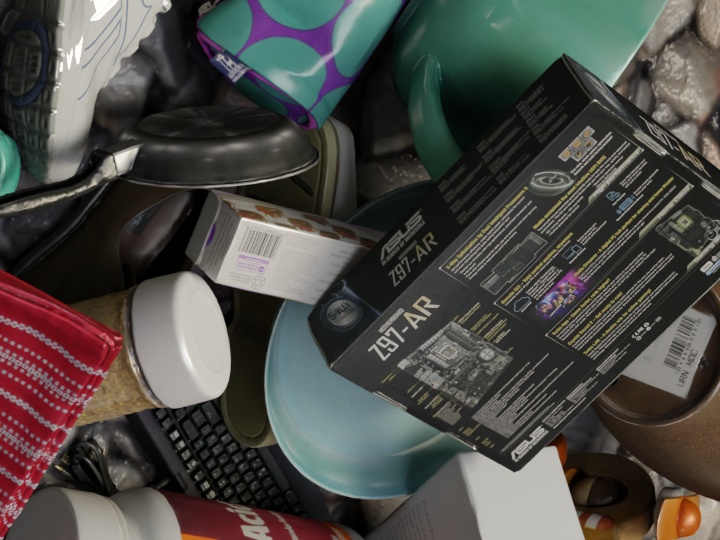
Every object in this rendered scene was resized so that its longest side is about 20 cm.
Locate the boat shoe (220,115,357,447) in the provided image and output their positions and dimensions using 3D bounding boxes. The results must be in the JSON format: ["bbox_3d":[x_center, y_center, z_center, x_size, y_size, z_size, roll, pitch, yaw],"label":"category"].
[{"bbox_3d":[-0.030,0.003,1.412,0.068,0.075,0.200,-5,116,-40],"label":"boat shoe"}]

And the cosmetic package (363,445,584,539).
[{"bbox_3d":[0.054,0.190,1.454,0.071,0.102,0.200,-2,154,-29],"label":"cosmetic package"}]

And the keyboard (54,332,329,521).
[{"bbox_3d":[-0.101,0.118,1.447,0.127,0.021,0.200,-36,123,-12],"label":"keyboard"}]

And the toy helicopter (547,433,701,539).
[{"bbox_3d":[0.153,0.166,1.500,0.132,0.200,0.079,-2,113,-2],"label":"toy helicopter"}]

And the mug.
[{"bbox_3d":[0.084,-0.131,1.348,0.114,0.185,0.152,35,109,-2],"label":"mug"}]

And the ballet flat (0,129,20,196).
[{"bbox_3d":[-0.263,-0.021,1.258,0.200,0.070,0.067,-33,84,-16],"label":"ballet flat"}]

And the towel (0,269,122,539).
[{"bbox_3d":[-0.223,0.069,1.253,0.144,0.022,0.200,29,122,-8],"label":"towel"}]

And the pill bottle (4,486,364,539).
[{"bbox_3d":[-0.097,0.185,1.397,0.200,0.114,0.114,14,103,-34],"label":"pill bottle"}]

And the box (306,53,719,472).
[{"bbox_3d":[0.094,0.002,1.300,0.160,0.044,0.200,30,111,-39],"label":"box"}]

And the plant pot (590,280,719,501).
[{"bbox_3d":[0.204,0.047,1.443,0.187,0.187,0.200,-64,155,8],"label":"plant pot"}]

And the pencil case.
[{"bbox_3d":[-0.007,-0.179,1.333,0.092,0.085,0.200,35,90,3],"label":"pencil case"}]

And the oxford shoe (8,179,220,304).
[{"bbox_3d":[-0.146,0.019,1.340,0.073,0.084,0.200,29,96,-37],"label":"oxford shoe"}]

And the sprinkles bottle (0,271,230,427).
[{"bbox_3d":[-0.170,0.054,1.289,0.200,0.068,0.068,-14,124,17],"label":"sprinkles bottle"}]

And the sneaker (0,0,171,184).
[{"bbox_3d":[-0.136,-0.139,1.287,0.087,0.074,0.200,1,111,-36],"label":"sneaker"}]

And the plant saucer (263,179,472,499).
[{"bbox_3d":[0.028,0.036,1.400,0.200,0.027,0.200,-15,122,-26],"label":"plant saucer"}]

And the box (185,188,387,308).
[{"bbox_3d":[0.000,0.000,1.321,0.200,0.039,0.041,12,109,-36],"label":"box"}]

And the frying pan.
[{"bbox_3d":[-0.115,-0.061,1.287,0.190,0.115,0.031,-5,107,-13],"label":"frying pan"}]
